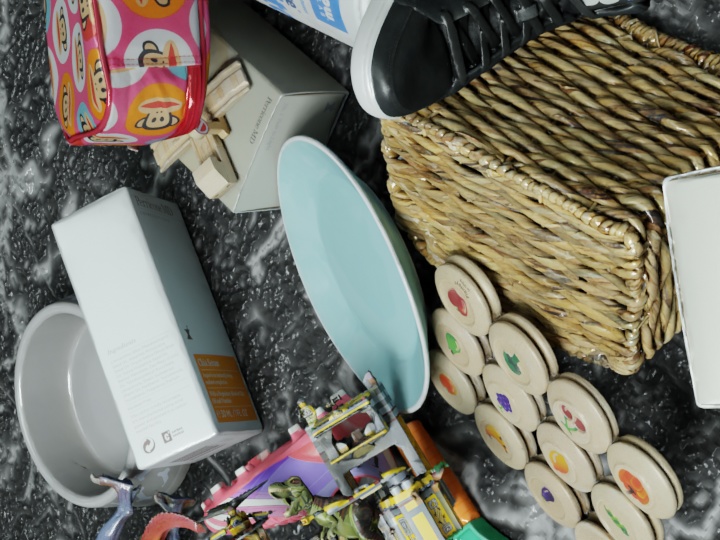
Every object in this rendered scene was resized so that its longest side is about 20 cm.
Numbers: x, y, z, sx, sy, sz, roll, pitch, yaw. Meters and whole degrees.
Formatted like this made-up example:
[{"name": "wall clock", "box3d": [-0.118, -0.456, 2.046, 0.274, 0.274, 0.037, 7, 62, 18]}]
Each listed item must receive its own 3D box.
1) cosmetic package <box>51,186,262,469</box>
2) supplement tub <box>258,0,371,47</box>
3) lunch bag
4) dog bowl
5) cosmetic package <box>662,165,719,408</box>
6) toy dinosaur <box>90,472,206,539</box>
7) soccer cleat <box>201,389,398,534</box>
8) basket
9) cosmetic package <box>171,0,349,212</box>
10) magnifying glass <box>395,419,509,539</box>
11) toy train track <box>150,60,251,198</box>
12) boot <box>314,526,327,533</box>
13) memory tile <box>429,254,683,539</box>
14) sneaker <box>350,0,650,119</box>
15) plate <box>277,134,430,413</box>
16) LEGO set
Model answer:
[{"name": "cosmetic package", "box3d": [-0.155, 0.045, 0.997, 0.071, 0.101, 0.201, -25, 79, 13]}, {"name": "supplement tub", "box3d": [-0.010, -0.216, 0.815, 0.199, 0.131, 0.133, 32, 117, 36]}, {"name": "lunch bag", "box3d": [-0.163, -0.180, 0.838, 0.176, 0.081, 0.202, 1, 95, 63]}, {"name": "dog bowl", "box3d": [-0.226, 0.111, 1.111, 0.199, 0.058, 0.202, 7, 101, 41]}, {"name": "cosmetic package", "box3d": [0.222, -0.007, 0.591, 0.071, 0.199, 0.106, -7, 91, 42]}, {"name": "toy dinosaur", "box3d": [-0.202, 0.258, 1.024, 0.200, 0.104, 0.183, 179, 106, -78]}, {"name": "soccer cleat", "box3d": [-0.050, 0.163, 0.960, 0.077, 0.067, 0.200, 52, 129, 6]}, {"name": "basket", "box3d": [0.131, -0.052, 0.760, 0.199, 0.149, 0.143, 32, 151, 34]}, {"name": "cosmetic package", "box3d": [-0.111, -0.143, 0.958, 0.200, 0.073, 0.104, 43, 122, 30]}, {"name": "magnifying glass", "box3d": [0.082, 0.190, 0.869, 0.080, 0.022, 0.201, -48, 65, 36]}, {"name": "toy train track", "box3d": [-0.140, -0.144, 0.913, 0.115, 0.032, 0.201, -36, 71, 40]}, {"name": "boot", "box3d": [-0.031, 0.276, 0.858, 0.181, 0.200, 0.073, 17, 142, 46]}, {"name": "memory tile", "box3d": [0.108, 0.094, 0.781, 0.200, 0.017, 0.154, 47, 157, 25]}, {"name": "sneaker", "box3d": [0.090, -0.150, 0.698, 0.111, 0.200, 0.073, 16, 141, 41]}, {"name": "plate", "box3d": [0.000, 0.000, 0.868, 0.201, 0.025, 0.201, 53, 158, 33]}, {"name": "LEGO set", "box3d": [-0.033, 0.146, 0.821, 0.199, 0.154, 0.116, -32, 87, 14]}]
